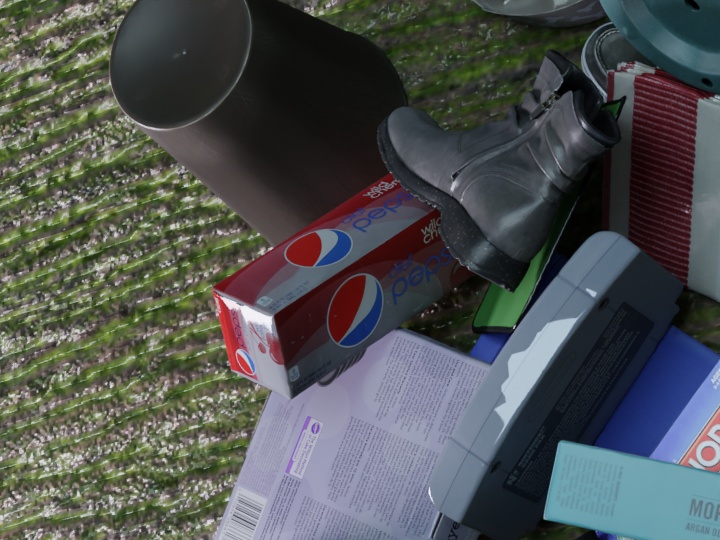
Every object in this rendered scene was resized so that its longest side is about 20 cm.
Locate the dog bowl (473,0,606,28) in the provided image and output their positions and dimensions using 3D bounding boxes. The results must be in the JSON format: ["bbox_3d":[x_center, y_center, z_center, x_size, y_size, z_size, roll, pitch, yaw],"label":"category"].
[{"bbox_3d":[0.136,-0.258,1.810,0.199,0.059,0.201,-10,68,26],"label":"dog bowl"}]

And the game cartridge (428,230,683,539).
[{"bbox_3d":[0.120,0.073,1.628,0.041,0.133,0.201,34,91,24],"label":"game cartridge"}]

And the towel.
[{"bbox_3d":[0.237,-0.040,1.651,0.199,0.023,0.145,24,129,34],"label":"towel"}]

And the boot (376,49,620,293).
[{"bbox_3d":[0.091,-0.083,1.643,0.132,0.070,0.200,-55,36,14],"label":"boot"}]

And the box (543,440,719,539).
[{"bbox_3d":[0.215,0.145,1.558,0.199,0.082,0.049,11,87,18],"label":"box"}]

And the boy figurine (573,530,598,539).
[{"bbox_3d":[0.169,0.259,1.592,0.200,0.064,0.124,54,139,12],"label":"boy figurine"}]

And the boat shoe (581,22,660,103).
[{"bbox_3d":[0.217,-0.115,1.706,0.200,0.071,0.072,32,91,34],"label":"boat shoe"}]

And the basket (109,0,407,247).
[{"bbox_3d":[-0.071,-0.116,1.797,0.135,0.200,0.181,-14,66,25],"label":"basket"}]

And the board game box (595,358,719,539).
[{"bbox_3d":[0.248,0.128,1.609,0.134,0.029,0.200,36,93,17],"label":"board game box"}]

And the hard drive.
[{"bbox_3d":[0.157,0.086,1.699,0.200,0.025,0.132,34,92,34],"label":"hard drive"}]

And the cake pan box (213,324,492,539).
[{"bbox_3d":[0.005,0.134,1.734,0.184,0.052,0.201,18,85,45],"label":"cake pan box"}]

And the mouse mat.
[{"bbox_3d":[0.118,-0.032,1.683,0.007,0.200,0.162,26,87,-5],"label":"mouse mat"}]

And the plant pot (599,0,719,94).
[{"bbox_3d":[0.245,-0.216,1.614,0.199,0.200,0.188,21,62,34],"label":"plant pot"}]

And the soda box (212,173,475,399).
[{"bbox_3d":[0.000,0.000,1.727,0.200,0.070,0.063,-33,37,-32],"label":"soda box"}]
